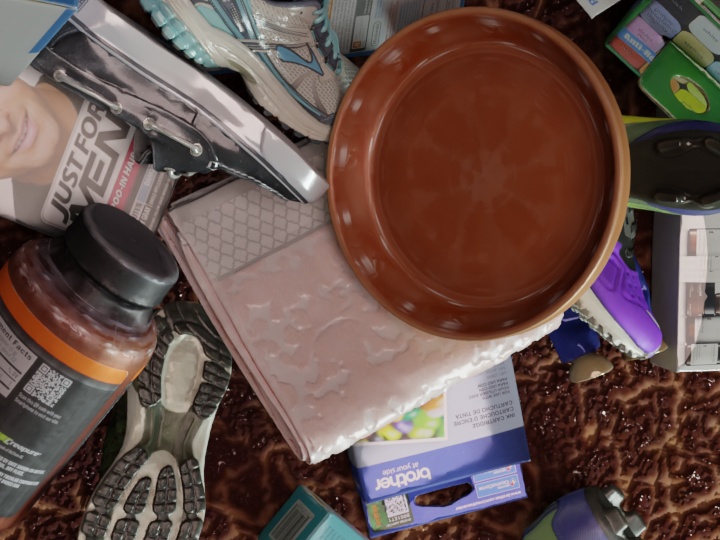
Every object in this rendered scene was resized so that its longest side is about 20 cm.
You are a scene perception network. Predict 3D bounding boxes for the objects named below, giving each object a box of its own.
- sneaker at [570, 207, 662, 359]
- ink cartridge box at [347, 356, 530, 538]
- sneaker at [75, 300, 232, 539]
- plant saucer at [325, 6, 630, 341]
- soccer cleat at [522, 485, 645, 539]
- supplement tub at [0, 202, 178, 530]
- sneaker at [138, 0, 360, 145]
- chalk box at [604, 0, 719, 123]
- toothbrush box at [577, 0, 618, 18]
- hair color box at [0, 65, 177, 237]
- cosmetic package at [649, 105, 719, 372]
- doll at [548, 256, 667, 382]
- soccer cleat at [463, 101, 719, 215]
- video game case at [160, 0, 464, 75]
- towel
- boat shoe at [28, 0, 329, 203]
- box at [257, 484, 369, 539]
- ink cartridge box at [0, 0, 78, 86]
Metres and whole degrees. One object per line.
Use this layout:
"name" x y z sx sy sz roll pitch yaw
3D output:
"sneaker" 0.152 -0.040 1.470 0.099 0.070 0.201 -36 96 -1
"ink cartridge box" 0.042 0.074 1.514 0.119 0.042 0.201 -13 102 -9
"sneaker" -0.136 0.120 1.443 0.077 0.089 0.201 21 80 -18
"plant saucer" 0.072 -0.058 1.383 0.032 0.199 0.202 -3 101 -60
"soccer cleat" 0.183 0.237 1.569 0.083 0.065 0.201 -28 109 15
"supplement tub" -0.195 0.055 1.382 0.107 0.107 0.200 35 108 -17
"sneaker" -0.043 -0.146 1.393 0.086 0.078 0.200 -39 140 20
"chalk box" 0.251 -0.163 1.470 0.125 0.124 0.200 42 70 -2
"toothbrush box" 0.208 -0.267 1.419 0.085 0.200 0.147 46 44 -16
"hair color box" -0.213 -0.083 1.413 0.199 0.061 0.100 21 90 -17
"cosmetic package" 0.246 -0.034 1.558 0.082 0.051 0.202 -2 97 -18
"doll" 0.146 -0.034 1.530 0.136 0.048 0.201 -20 96 -3
"soccer cleat" 0.150 -0.069 1.410 0.199 0.084 0.065 9 97 20
"video game case" -0.025 -0.185 1.430 0.199 0.018 0.144 -9 144 -15
"towel" 0.000 0.000 1.441 0.199 0.032 0.192 -27 73 -21
"boat shoe" -0.110 -0.089 1.376 0.200 0.072 0.068 35 95 -25
"box" 0.026 0.228 1.510 0.200 0.082 0.049 42 86 -16
"ink cartridge box" -0.216 -0.227 1.318 0.083 0.145 0.201 7 74 -22
